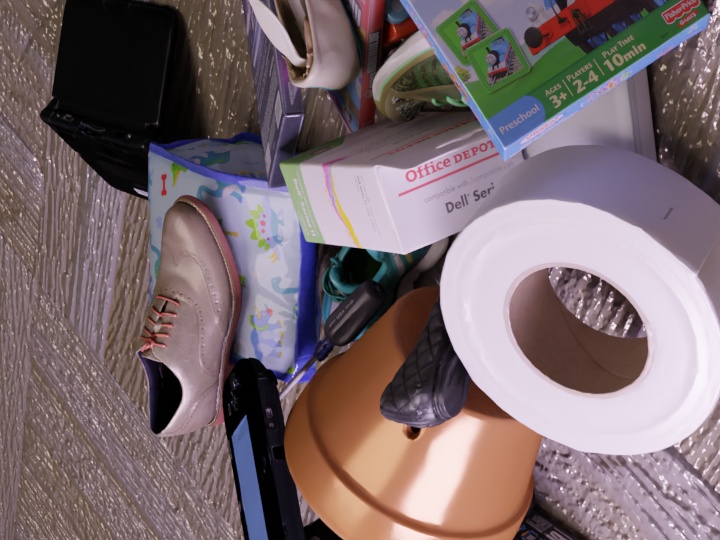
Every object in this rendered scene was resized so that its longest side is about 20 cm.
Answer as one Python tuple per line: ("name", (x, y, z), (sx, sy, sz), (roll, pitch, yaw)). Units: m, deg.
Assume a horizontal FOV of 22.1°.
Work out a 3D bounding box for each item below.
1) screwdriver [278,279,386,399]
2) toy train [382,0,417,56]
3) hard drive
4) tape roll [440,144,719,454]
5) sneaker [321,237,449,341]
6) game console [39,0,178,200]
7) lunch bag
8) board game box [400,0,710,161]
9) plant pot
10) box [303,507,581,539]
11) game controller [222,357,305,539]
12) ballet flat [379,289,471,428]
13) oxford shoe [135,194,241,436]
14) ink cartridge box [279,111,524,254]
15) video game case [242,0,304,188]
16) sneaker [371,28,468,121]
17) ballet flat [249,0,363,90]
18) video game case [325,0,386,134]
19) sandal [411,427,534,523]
("screwdriver", (-0.041, 0.081, 1.464), (0.029, 0.028, 0.201), (45, 120, 15))
("toy train", (0.033, -0.233, 1.268), (0.200, 0.055, 0.152), (142, 106, -74))
("hard drive", (0.142, -0.113, 1.237), (0.131, 0.027, 0.202), (21, 130, 49))
("tape roll", (0.155, 0.021, 1.208), (0.201, 0.071, 0.204), (18, 130, 22))
("sneaker", (0.000, 0.000, 1.485), (0.078, 0.079, 0.200), (55, 150, 15))
("game console", (-0.205, -0.155, 1.739), (0.199, 0.117, 0.176), (19, 158, 50))
("lunch bag", (-0.091, -0.014, 1.546), (0.200, 0.126, 0.172), (27, 121, 57))
("board game box", (0.096, -0.193, 1.130), (0.201, 0.151, 0.037), (57, 180, 10))
("plant pot", (0.059, 0.109, 1.392), (0.200, 0.199, 0.141), (48, 130, 23))
("box", (0.059, 0.239, 1.466), (0.199, 0.192, 0.048), (31, 141, 41))
("game controller", (-0.078, 0.173, 1.436), (0.104, 0.042, 0.202), (137, 127, -58))
("ballet flat", (0.065, 0.026, 1.306), (0.056, 0.201, 0.067), (0, 134, 28))
("oxford shoe", (-0.142, 0.041, 1.482), (0.070, 0.074, 0.202), (14, 115, 42))
("ink cartridge box", (0.040, -0.064, 1.302), (0.200, 0.116, 0.068), (9, 120, 64))
("video game case", (-0.071, -0.182, 1.405), (0.143, 0.019, 0.202), (112, 151, -70))
("sneaker", (0.073, -0.132, 1.238), (0.089, 0.077, 0.200), (53, 152, 3))
("ballet flat", (-0.057, -0.221, 1.300), (0.069, 0.069, 0.202), (-21, 90, 59))
("video game case", (-0.021, -0.205, 1.358), (0.201, 0.017, 0.144), (95, 150, -59))
("sandal", (0.059, 0.146, 1.514), (0.200, 0.075, 0.045), (45, 144, 23))
